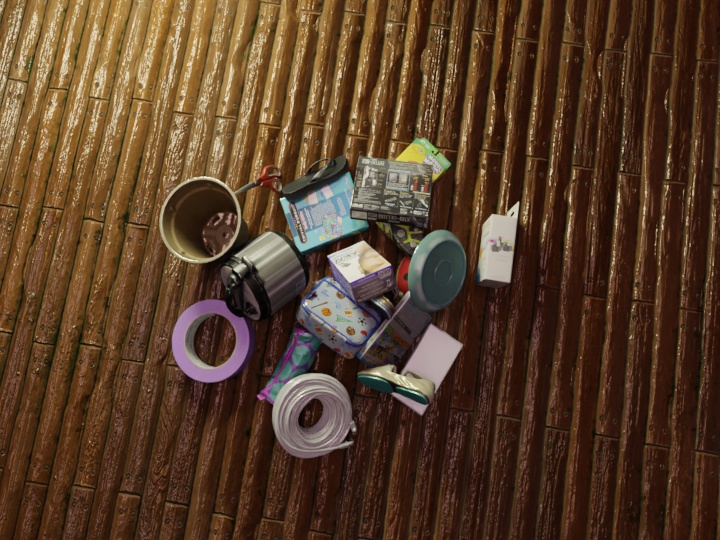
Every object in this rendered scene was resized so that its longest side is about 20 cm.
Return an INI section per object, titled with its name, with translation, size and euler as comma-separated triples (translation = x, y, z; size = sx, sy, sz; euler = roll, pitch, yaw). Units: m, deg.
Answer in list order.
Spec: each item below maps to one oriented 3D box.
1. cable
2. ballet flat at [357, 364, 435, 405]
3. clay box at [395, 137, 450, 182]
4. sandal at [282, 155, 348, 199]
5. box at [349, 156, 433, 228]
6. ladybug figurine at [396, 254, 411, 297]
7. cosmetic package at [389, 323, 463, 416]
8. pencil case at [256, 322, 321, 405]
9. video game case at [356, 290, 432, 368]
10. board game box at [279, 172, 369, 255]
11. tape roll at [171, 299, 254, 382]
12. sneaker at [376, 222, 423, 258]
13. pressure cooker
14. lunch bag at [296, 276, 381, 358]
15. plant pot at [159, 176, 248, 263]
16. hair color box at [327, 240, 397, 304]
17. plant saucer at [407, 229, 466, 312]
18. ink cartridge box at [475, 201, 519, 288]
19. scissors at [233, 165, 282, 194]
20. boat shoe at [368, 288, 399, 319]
[cable]
translation = -0.115, 0.345, 1.252
size = 0.196, 0.069, 0.205
euler = -13, 100, -22
[ballet flat]
translation = 0.088, 0.260, 1.234
size = 0.196, 0.069, 0.071
euler = 14, 82, 27
[clay box]
translation = 0.137, -0.253, 1.375
size = 0.115, 0.048, 0.200
euler = 44, 86, 6
[sandal]
translation = -0.114, -0.249, 1.352
size = 0.198, 0.076, 0.043
euler = -33, 127, -17
[box]
translation = 0.079, -0.197, 1.298
size = 0.195, 0.050, 0.161
euler = 7, 64, 4
[ladybug figurine]
translation = 0.172, -0.004, 1.328
size = 0.136, 0.072, 0.200
euler = 43, 86, 6
[cosmetic package]
translation = 0.161, 0.244, 1.296
size = 0.101, 0.074, 0.202
euler = 33, 83, 6
[pencil case]
translation = -0.172, 0.238, 1.294
size = 0.084, 0.092, 0.203
euler = 22, 83, 43
[video game case]
translation = 0.088, 0.161, 1.281
size = 0.201, 0.143, 0.018
euler = -51, 50, -6
[board game box]
translation = -0.093, -0.147, 1.368
size = 0.196, 0.047, 0.154
euler = -21, 81, -1
[tape roll]
translation = -0.371, 0.178, 1.324
size = 0.195, 0.066, 0.206
euler = 0, 82, 3
[sneaker]
translation = 0.095, -0.110, 1.329
size = 0.074, 0.077, 0.202
euler = -30, 70, -12
[pressure cooker]
translation = -0.242, 0.021, 1.256
size = 0.199, 0.177, 0.179
euler = -38, 116, -30
[lunch bag]
translation = -0.053, 0.108, 1.285
size = 0.199, 0.076, 0.160
euler = 38, 43, 9
[plant pot]
translation = -0.364, -0.105, 1.299
size = 0.195, 0.184, 0.206
euler = -1, 82, 5
[hair color box]
translation = 0.000, 0.000, 1.262
size = 0.107, 0.200, 0.066
euler = -22, 116, -11
[plant saucer]
translation = 0.194, 0.006, 1.261
size = 0.197, 0.027, 0.205
euler = -12, 108, -38
[ink cartridge box]
translation = 0.342, -0.066, 1.310
size = 0.066, 0.115, 0.205
euler = 9, 82, 2
[scissors]
translation = -0.262, -0.230, 1.325
size = 0.014, 0.199, 0.075
euler = -8, 95, 31
[boat shoe]
translation = 0.052, 0.054, 1.261
size = 0.072, 0.200, 0.073
euler = -40, 110, -2
